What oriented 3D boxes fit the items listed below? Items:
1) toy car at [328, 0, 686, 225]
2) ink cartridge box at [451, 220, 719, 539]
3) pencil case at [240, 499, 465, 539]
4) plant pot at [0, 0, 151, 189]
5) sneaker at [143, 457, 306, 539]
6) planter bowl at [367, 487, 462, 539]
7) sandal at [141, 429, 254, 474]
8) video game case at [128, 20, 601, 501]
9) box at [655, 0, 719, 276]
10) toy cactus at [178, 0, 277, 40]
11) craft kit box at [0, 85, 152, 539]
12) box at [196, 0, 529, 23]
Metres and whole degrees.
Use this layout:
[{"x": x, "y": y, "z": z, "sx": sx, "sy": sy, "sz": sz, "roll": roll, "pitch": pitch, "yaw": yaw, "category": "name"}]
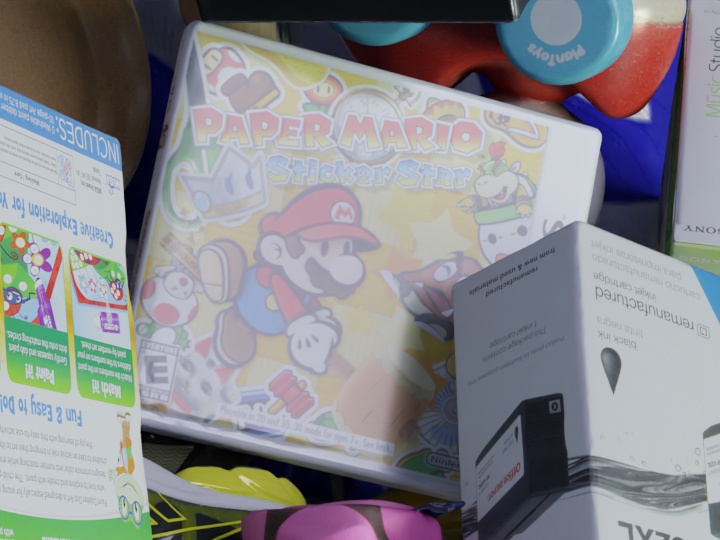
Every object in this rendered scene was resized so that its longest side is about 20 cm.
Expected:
[{"x": 0.060, "y": -0.073, "z": 1.283, "sx": 0.184, "sy": 0.177, "sz": 0.200, "roll": -33, "pitch": 135, "yaw": -72, "category": "toy car"}, {"x": 0.120, "y": 0.100, "z": 1.089, "sx": 0.145, "sy": 0.084, "sz": 0.200, "roll": 20, "pitch": 56, "yaw": -36, "category": "ink cartridge box"}, {"x": 0.000, "y": 0.191, "z": 1.032, "sx": 0.094, "sy": 0.091, "sz": 0.200, "roll": 25, "pitch": 59, "yaw": -49, "category": "pencil case"}, {"x": -0.182, "y": -0.099, "z": 1.146, "sx": 0.200, "sy": 0.027, "sz": 0.200, "roll": 17, "pitch": 63, "yaw": -35, "category": "plant pot"}, {"x": -0.097, "y": 0.124, "z": 1.073, "sx": 0.200, "sy": 0.074, "sz": 0.085, "roll": 4, "pitch": 49, "yaw": -34, "category": "sneaker"}, {"x": 0.053, "y": 0.198, "z": 1.163, "sx": 0.200, "sy": 0.083, "sz": 0.200, "roll": 2, "pitch": 63, "yaw": -3, "category": "planter bowl"}, {"x": -0.065, "y": 0.021, "z": 1.168, "sx": 0.080, "sy": 0.057, "sz": 0.201, "roll": 28, "pitch": 70, "yaw": -11, "category": "sandal"}, {"x": 0.000, "y": 0.000, "z": 1.147, "sx": 0.200, "sy": 0.023, "sz": 0.182, "roll": 14, "pitch": 78, "yaw": -15, "category": "video game case"}, {"x": 0.172, "y": -0.026, "z": 1.326, "sx": 0.036, "sy": 0.200, "sz": 0.144, "roll": 5, "pitch": 62, "yaw": 6, "category": "box"}, {"x": -0.082, "y": -0.161, "z": 1.213, "sx": 0.200, "sy": 0.102, "sz": 0.165, "roll": -67, "pitch": 144, "yaw": -69, "category": "toy cactus"}, {"x": -0.135, "y": 0.032, "z": 0.947, "sx": 0.200, "sy": 0.049, "sz": 0.198, "roll": 25, "pitch": 55, "yaw": -71, "category": "craft kit box"}, {"x": 0.015, "y": -0.200, "z": 1.149, "sx": 0.200, "sy": 0.148, "sz": 0.104, "roll": -68, "pitch": 154, "yaw": -52, "category": "box"}]
